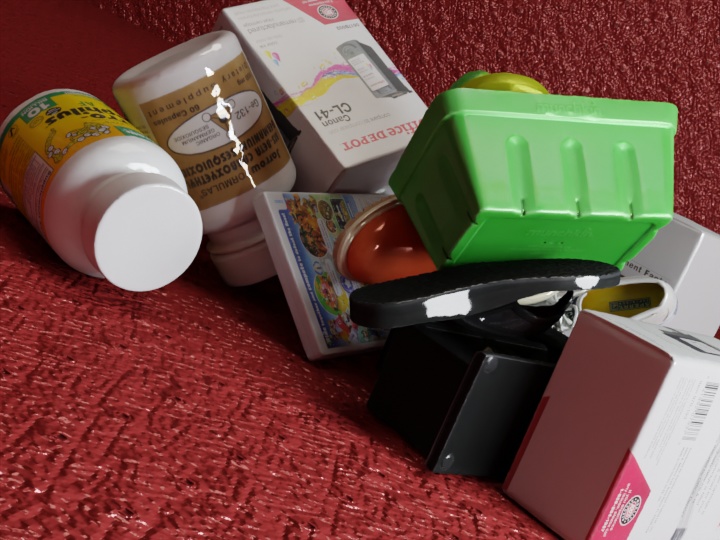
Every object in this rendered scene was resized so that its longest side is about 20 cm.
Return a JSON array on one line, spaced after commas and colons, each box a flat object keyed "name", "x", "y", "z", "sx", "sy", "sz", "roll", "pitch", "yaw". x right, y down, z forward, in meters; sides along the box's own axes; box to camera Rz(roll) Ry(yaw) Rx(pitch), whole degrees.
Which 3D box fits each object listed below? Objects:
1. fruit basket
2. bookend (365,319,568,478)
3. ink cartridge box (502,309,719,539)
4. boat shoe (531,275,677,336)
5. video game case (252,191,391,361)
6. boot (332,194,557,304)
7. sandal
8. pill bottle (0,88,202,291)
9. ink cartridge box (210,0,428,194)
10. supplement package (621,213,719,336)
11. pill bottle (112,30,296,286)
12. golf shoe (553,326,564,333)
[{"name": "fruit basket", "x": 0.127, "y": -0.100, "z": 0.900, "sx": 0.215, "sy": 0.216, "sz": 0.156, "roll": 23, "pitch": -33, "yaw": -5}, {"name": "bookend", "x": 0.077, "y": 0.073, "z": 0.893, "sx": 0.199, "sy": 0.092, "sz": 0.200, "roll": 13, "pitch": 14, "yaw": -43}, {"name": "ink cartridge box", "x": 0.215, "y": 0.119, "z": 0.830, "sx": 0.200, "sy": 0.145, "sz": 0.083, "roll": 12, "pitch": 13, "yaw": -46}, {"name": "boat shoe", "x": 0.216, "y": 0.044, "z": 1.156, "sx": 0.202, "sy": 0.075, "sz": 0.086, "roll": -9, "pitch": -17, "yaw": 17}, {"name": "video game case", "x": 0.000, "y": 0.000, "z": 0.988, "sx": 0.200, "sy": 0.018, "sz": 0.143, "roll": -3, "pitch": 70, "yaw": -53}, {"name": "boot", "x": 0.079, "y": -0.012, "z": 0.923, "sx": 0.200, "sy": 0.075, "sz": 0.107, "roll": -4, "pitch": 26, "yaw": -31}, {"name": "sandal", "x": 0.089, "y": 0.024, "z": 0.816, "sx": 0.200, "sy": 0.048, "sz": 0.075, "roll": -9, "pitch": 15, "yaw": -14}, {"name": "pill bottle", "x": -0.202, "y": -0.062, "z": 0.886, "sx": 0.113, "sy": 0.113, "sz": 0.200, "roll": 15, "pitch": 14, "yaw": -39}, {"name": "ink cartridge box", "x": -0.036, "y": -0.160, "z": 1.078, "sx": 0.147, "sy": 0.086, "sz": 0.200, "roll": -23, "pitch": 68, "yaw": -40}, {"name": "supplement package", "x": 0.317, "y": 0.036, "z": 1.264, "sx": 0.121, "sy": 0.200, "sz": 0.120, "roll": 15, "pitch": 14, "yaw": -44}, {"name": "pill bottle", "x": -0.120, "y": -0.093, "z": 0.984, "sx": 0.114, "sy": 0.114, "sz": 0.200, "roll": -125, "pitch": -169, "yaw": -70}, {"name": "golf shoe", "x": 0.097, "y": 0.060, "z": 1.111, "sx": 0.200, "sy": 0.077, "sz": 0.088, "roll": 25, "pitch": -10, "yaw": -8}]
